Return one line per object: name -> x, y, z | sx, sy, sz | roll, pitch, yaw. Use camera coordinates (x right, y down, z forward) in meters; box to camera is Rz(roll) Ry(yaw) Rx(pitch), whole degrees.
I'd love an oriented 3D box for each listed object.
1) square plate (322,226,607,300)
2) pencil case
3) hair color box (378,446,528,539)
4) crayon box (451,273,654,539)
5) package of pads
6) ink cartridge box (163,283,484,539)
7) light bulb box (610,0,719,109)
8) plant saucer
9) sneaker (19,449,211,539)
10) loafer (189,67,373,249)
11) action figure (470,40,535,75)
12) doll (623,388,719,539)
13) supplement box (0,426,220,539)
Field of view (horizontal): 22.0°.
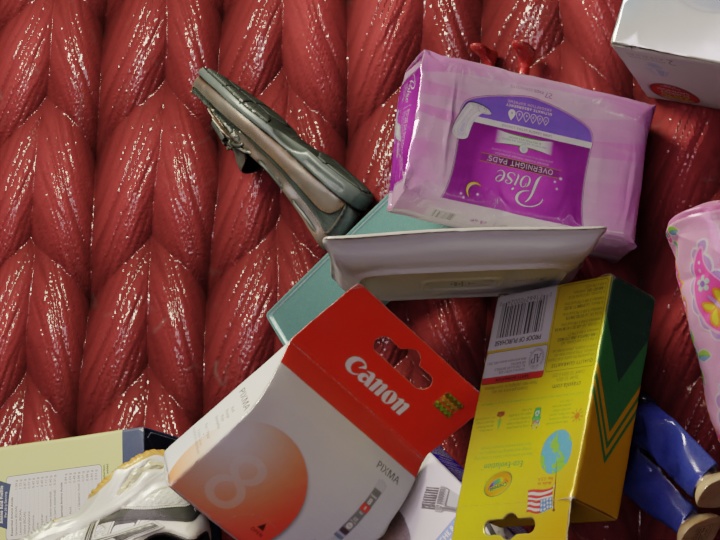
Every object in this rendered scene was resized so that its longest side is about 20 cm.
square plate -> 0.073, -0.003, 1.356 | 0.196, 0.200, 0.029 | -2, 82, 1
pencil case -> 0.281, 0.045, 1.343 | 0.087, 0.087, 0.202 | -17, 79, 19
hair color box -> 0.053, 0.207, 1.428 | 0.200, 0.065, 0.110 | 43, 97, 27
crayon box -> 0.137, 0.111, 1.338 | 0.126, 0.051, 0.202 | -12, 58, 51
package of pads -> 0.122, -0.085, 1.412 | 0.198, 0.076, 0.122 | 12, 78, -11
ink cartridge box -> -0.020, 0.129, 1.358 | 0.200, 0.162, 0.050 | -40, 30, 14
light bulb box -> 0.314, -0.225, 1.380 | 0.196, 0.125, 0.202 | 13, 82, 25
plant saucer -> 0.000, 0.000, 1.501 | 0.200, 0.019, 0.070 | -44, 63, 24
sneaker -> -0.199, 0.223, 1.378 | 0.200, 0.076, 0.088 | -40, 66, 9
loafer -> -0.079, -0.096, 1.555 | 0.200, 0.072, 0.063 | 39, 101, 24
action figure -> 0.100, -0.083, 1.483 | 0.065, 0.052, 0.203 | 1, 81, 32
doll -> 0.191, 0.122, 1.375 | 0.200, 0.048, 0.138 | 47, 131, 39
supplement box -> -0.229, 0.245, 1.502 | 0.198, 0.134, 0.202 | -9, 73, 21
